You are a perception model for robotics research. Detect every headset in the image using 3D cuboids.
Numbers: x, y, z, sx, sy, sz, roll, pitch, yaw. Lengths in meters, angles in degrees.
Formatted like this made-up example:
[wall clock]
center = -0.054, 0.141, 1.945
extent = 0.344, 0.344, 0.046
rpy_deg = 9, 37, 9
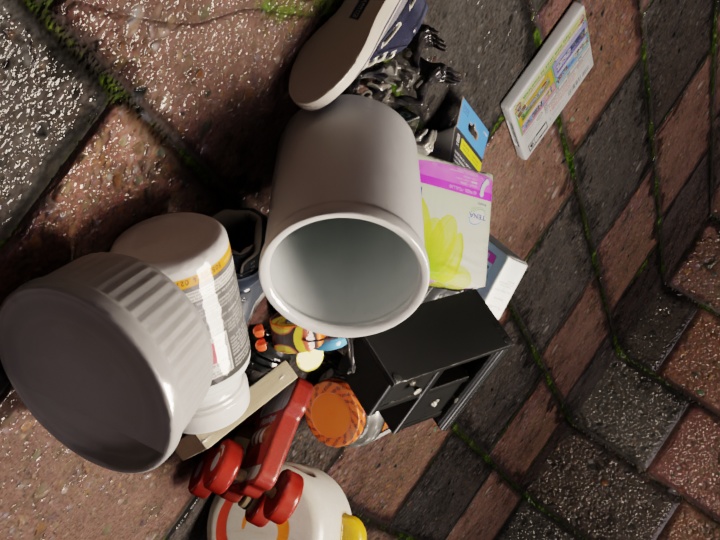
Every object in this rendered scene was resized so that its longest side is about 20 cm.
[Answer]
[headset]
center = -0.087, 0.080, 1.382
extent = 0.124, 0.094, 0.200
rpy_deg = -55, 145, -5

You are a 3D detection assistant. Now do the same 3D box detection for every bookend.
[bookend]
center = 0.056, 0.136, 1.398
extent = 0.199, 0.092, 0.199
rpy_deg = -13, 148, -38

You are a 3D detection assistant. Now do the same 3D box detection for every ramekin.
[ramekin]
center = -0.223, 0.076, 1.011
extent = 0.094, 0.201, 0.204
rpy_deg = -47, 156, -46

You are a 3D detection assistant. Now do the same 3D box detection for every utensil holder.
[utensil holder]
center = -0.016, -0.060, 1.166
extent = 0.201, 0.168, 0.171
rpy_deg = -90, -174, -47

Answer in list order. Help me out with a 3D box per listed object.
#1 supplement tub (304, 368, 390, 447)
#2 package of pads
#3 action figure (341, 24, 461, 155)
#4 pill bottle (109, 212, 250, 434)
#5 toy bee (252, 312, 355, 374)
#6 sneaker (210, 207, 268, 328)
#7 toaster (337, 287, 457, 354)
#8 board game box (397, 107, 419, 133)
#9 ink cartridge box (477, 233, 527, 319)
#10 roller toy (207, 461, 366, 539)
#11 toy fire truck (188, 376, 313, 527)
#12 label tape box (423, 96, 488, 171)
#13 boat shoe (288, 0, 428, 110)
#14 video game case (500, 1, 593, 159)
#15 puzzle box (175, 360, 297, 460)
[supplement tub]
center = 0.011, 0.188, 1.663
extent = 0.199, 0.122, 0.123
rpy_deg = -14, 132, -56
[package of pads]
center = 0.084, -0.057, 1.381
extent = 0.199, 0.068, 0.156
rpy_deg = 9, 84, -46
[action figure]
center = 0.036, -0.191, 1.266
extent = 0.200, 0.101, 0.119
rpy_deg = -49, 137, -28
[pill bottle]
center = -0.171, 0.054, 1.106
extent = 0.116, 0.116, 0.202
rpy_deg = -36, 130, -39
[toy bee]
center = -0.068, 0.052, 1.266
extent = 0.200, 0.108, 0.132
rpy_deg = 178, -95, -88
[sneaker]
center = -0.152, 0.027, 1.198
extent = 0.204, 0.076, 0.146
rpy_deg = -63, 169, -12
[toaster]
center = 0.040, 0.073, 1.571
extent = 0.201, 0.129, 0.113
rpy_deg = -61, 155, 8
[board game box]
center = -0.009, -0.116, 1.374
extent = 0.199, 0.028, 0.136
rpy_deg = -28, 143, -49
[ink cartridge box]
center = 0.139, 0.020, 1.623
extent = 0.043, 0.200, 0.175
rpy_deg = 19, 105, -33
[roller toy]
center = -0.107, 0.359, 1.567
extent = 0.199, 0.183, 0.140
rpy_deg = -35, 160, 12
[toy fire truck]
center = -0.128, 0.226, 1.432
extent = 0.200, 0.112, 0.169
rpy_deg = -32, -149, 64
[label tape box]
center = 0.115, -0.120, 1.539
extent = 0.144, 0.063, 0.202
rpy_deg = 33, 65, -66
[boat shoe]
center = 0.006, -0.239, 1.194
extent = 0.201, 0.074, 0.093
rpy_deg = -55, 148, -7
[video game case]
center = 0.294, -0.292, 1.747
extent = 0.201, 0.022, 0.182
rpy_deg = -54, 156, -6
[puzzle box]
center = -0.152, 0.167, 1.314
extent = 0.133, 0.026, 0.200
rpy_deg = -37, 180, -20
